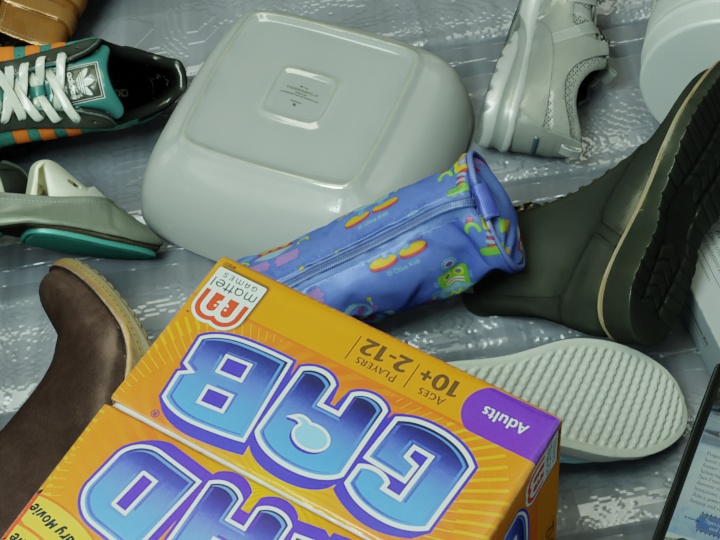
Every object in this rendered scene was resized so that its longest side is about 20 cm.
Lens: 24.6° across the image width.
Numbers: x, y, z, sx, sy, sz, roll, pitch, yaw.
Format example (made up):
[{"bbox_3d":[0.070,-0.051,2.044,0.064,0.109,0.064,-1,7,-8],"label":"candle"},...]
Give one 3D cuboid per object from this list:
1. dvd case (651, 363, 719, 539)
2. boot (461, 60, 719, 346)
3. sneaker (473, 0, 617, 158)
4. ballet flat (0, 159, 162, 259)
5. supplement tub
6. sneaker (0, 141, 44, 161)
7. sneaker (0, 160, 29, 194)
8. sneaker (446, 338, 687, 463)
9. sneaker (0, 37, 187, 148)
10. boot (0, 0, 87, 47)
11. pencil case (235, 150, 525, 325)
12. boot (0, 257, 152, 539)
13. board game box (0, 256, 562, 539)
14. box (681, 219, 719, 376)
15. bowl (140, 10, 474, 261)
[{"bbox_3d":[0.231,0.147,0.881,0.142,0.018,0.201,16,53,18],"label":"dvd case"},{"bbox_3d":[0.153,-0.051,1.032,0.138,0.078,0.201,5,53,43],"label":"boot"},{"bbox_3d":[0.142,-0.155,1.150,0.081,0.075,0.201,20,63,2],"label":"sneaker"},{"bbox_3d":[-0.220,-0.044,1.048,0.198,0.067,0.064,3,83,-23],"label":"ballet flat"},{"bbox_3d":[0.267,-0.193,1.118,0.131,0.132,0.201,9,55,11],"label":"supplement tub"},{"bbox_3d":[-0.301,-0.118,1.151,0.198,0.076,0.091,-13,43,-10],"label":"sneaker"},{"bbox_3d":[-0.307,-0.013,1.084,0.199,0.075,0.080,-21,79,-15],"label":"sneaker"},{"bbox_3d":[0.093,0.084,0.968,0.198,0.082,0.075,3,72,-23],"label":"sneaker"},{"bbox_3d":[-0.205,-0.120,1.081,0.199,0.080,0.072,-14,92,-39],"label":"sneaker"},{"bbox_3d":[-0.209,-0.214,1.198,0.198,0.077,0.156,-4,46,9],"label":"boot"},{"bbox_3d":[0.000,0.000,0.997,0.199,0.087,0.079,-24,80,9],"label":"pencil case"},{"bbox_3d":[-0.194,0.095,0.979,0.165,0.073,0.200,-27,60,-18],"label":"boot"},{"bbox_3d":[-0.031,0.159,0.838,0.199,0.201,0.200,24,59,21],"label":"board game box"},{"bbox_3d":[0.305,0.022,1.012,0.198,0.041,0.157,-13,53,-7],"label":"box"},{"bbox_3d":[-0.036,-0.093,1.106,0.198,0.075,0.201,18,58,15],"label":"bowl"}]
